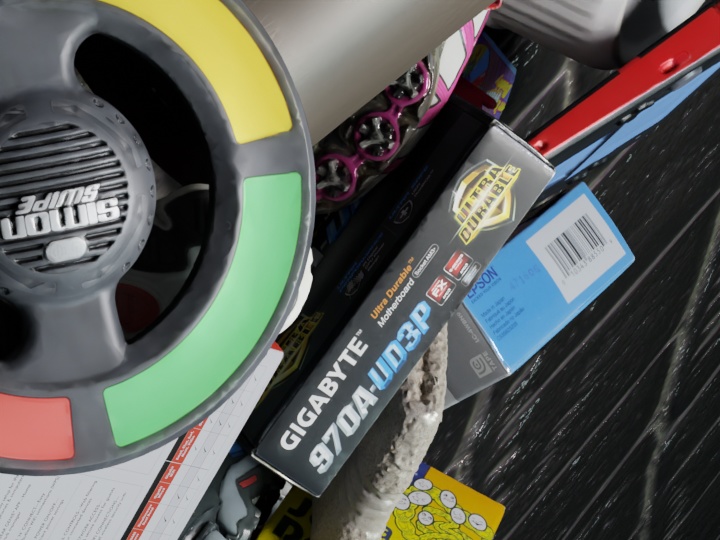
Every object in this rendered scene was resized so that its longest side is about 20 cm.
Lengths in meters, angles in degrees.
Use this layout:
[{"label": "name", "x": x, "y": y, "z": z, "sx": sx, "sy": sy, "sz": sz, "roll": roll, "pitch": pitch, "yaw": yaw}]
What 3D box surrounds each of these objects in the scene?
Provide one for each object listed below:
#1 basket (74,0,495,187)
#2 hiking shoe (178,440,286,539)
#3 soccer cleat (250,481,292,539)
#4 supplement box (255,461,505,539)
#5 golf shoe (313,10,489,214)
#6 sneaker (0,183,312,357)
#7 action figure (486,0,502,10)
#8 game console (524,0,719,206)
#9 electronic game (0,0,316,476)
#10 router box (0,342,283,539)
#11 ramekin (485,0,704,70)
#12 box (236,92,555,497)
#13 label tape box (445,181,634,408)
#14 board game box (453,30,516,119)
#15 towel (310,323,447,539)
[{"label": "basket", "x": -0.017, "y": -0.132, "z": 1.004, "sx": 0.200, "sy": 0.136, "sz": 0.180, "roll": -42, "pitch": -162, "yaw": -15}, {"label": "hiking shoe", "x": -0.083, "y": 0.102, "z": 1.322, "sx": 0.075, "sy": 0.086, "sz": 0.200, "roll": -63, "pitch": 177, "yaw": 27}, {"label": "soccer cleat", "x": -0.070, "y": 0.151, "z": 1.467, "sx": 0.086, "sy": 0.068, "sz": 0.200, "roll": -63, "pitch": 165, "yaw": -20}, {"label": "supplement box", "x": -0.016, "y": 0.191, "z": 1.322, "sx": 0.200, "sy": 0.108, "sz": 0.110, "roll": -54, "pitch": 170, "yaw": -54}, {"label": "golf shoe", "x": 0.026, "y": -0.113, "z": 1.235, "sx": 0.201, "sy": 0.072, "sz": 0.092, "roll": -59, "pitch": 163, "yaw": 9}, {"label": "sneaker", "x": -0.120, "y": 0.005, "z": 0.957, "sx": 0.083, "sy": 0.198, "sz": 0.081, "roll": 169, "pitch": -76, "yaw": -72}, {"label": "action figure", "x": 0.053, "y": -0.154, "z": 1.142, "sx": 0.198, "sy": 0.052, "sz": 0.066, "roll": -4, "pitch": 144, "yaw": -16}, {"label": "game console", "x": 0.126, "y": -0.073, "z": 1.357, "sx": 0.176, "sy": 0.031, "sz": 0.200, "roll": -37, "pitch": 176, "yaw": -20}, {"label": "electronic game", "x": -0.112, "y": -0.027, "z": 0.889, "sx": 0.200, "sy": 0.200, "sz": 0.042, "roll": -53, "pitch": -163, "yaw": -8}, {"label": "router box", "x": -0.151, "y": 0.090, "z": 1.080, "sx": 0.179, "sy": 0.049, "sz": 0.201, "roll": 19, "pitch": 106, "yaw": -48}, {"label": "ramekin", "x": 0.146, "y": -0.201, "z": 1.350, "sx": 0.203, "sy": 0.094, "sz": 0.203, "roll": -48, "pitch": 161, "yaw": -22}, {"label": "box", "x": 0.000, "y": 0.000, "z": 1.254, "sx": 0.201, "sy": 0.046, "sz": 0.159, "roll": -54, "pitch": -158, "yaw": 3}, {"label": "label tape box", "x": 0.056, "y": 0.035, "z": 1.543, "sx": 0.143, "sy": 0.066, "sz": 0.200, "roll": -39, "pitch": -173, "yaw": -41}, {"label": "board game box", "x": 0.048, "y": -0.056, "z": 1.434, "sx": 0.158, "sy": 0.039, "sz": 0.200, "roll": -56, "pitch": 162, "yaw": 0}, {"label": "towel", "x": 0.011, "y": 0.054, "z": 1.303, "sx": 0.201, "sy": 0.034, "sz": 0.133, "roll": -85, "pitch": -164, "yaw": -52}]
